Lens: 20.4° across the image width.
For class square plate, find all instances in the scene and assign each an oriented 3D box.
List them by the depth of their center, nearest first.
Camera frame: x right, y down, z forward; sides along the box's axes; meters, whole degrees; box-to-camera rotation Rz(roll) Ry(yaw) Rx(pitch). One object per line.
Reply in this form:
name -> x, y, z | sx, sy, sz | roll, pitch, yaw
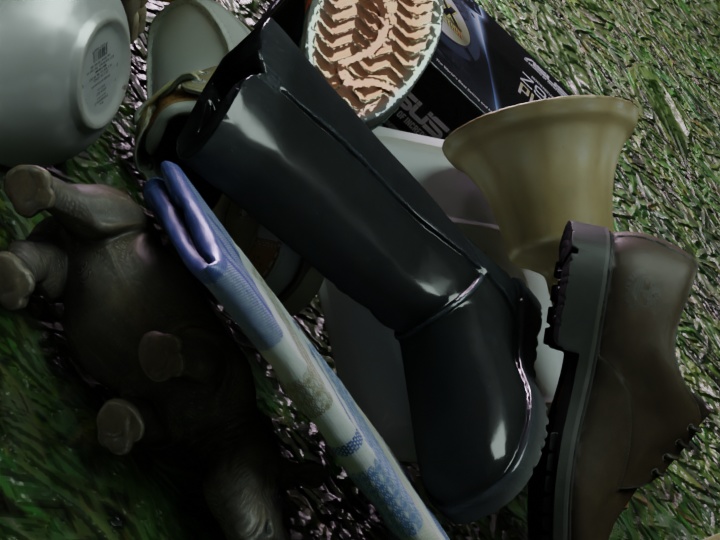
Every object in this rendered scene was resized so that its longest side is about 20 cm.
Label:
square plate -> 0.059, 0.008, 1.049 | 0.197, 0.028, 0.201 | 9, 56, -39

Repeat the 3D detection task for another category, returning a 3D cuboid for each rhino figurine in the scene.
rhino figurine -> -0.076, 0.045, 0.818 | 0.200, 0.060, 0.087 | 53, 13, 8

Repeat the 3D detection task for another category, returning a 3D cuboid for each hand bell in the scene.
hand bell -> 0.107, 0.023, 1.017 | 0.104, 0.104, 0.201 | 10, 67, -54

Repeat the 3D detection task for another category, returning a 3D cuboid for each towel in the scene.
towel -> -0.021, 0.052, 0.838 | 0.200, 0.024, 0.147 | 54, -1, -24

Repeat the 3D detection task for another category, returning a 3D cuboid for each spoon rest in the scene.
spoon rest -> -0.157, -0.078, 0.864 | 0.060, 0.100, 0.200 | 11, 24, 16

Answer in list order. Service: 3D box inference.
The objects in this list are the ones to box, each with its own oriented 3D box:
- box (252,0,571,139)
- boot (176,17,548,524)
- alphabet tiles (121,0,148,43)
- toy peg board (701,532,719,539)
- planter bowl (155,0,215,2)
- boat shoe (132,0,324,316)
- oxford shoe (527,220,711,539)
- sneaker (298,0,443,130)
box -> 0.035, -0.115, 1.236 | 0.200, 0.086, 0.164 | 43, 23, -8
boot -> 0.000, 0.000, 0.904 | 0.200, 0.065, 0.165 | 47, 24, -24
alphabet tiles -> -0.173, -0.194, 0.960 | 0.200, 0.015, 0.196 | 46, -12, 2
toy peg board -> 0.274, 0.209, 1.102 | 0.200, 0.098, 0.200 | 54, 25, 18
planter bowl -> -0.112, -0.191, 1.059 | 0.199, 0.084, 0.200 | 9, -3, 0
boat shoe -> -0.073, -0.069, 0.990 | 0.068, 0.075, 0.201 | 29, 29, -46
oxford shoe -> 0.124, 0.082, 0.946 | 0.084, 0.201, 0.073 | 8, 8, -3
sneaker -> 0.003, -0.139, 1.076 | 0.071, 0.080, 0.201 | 21, 54, -8
